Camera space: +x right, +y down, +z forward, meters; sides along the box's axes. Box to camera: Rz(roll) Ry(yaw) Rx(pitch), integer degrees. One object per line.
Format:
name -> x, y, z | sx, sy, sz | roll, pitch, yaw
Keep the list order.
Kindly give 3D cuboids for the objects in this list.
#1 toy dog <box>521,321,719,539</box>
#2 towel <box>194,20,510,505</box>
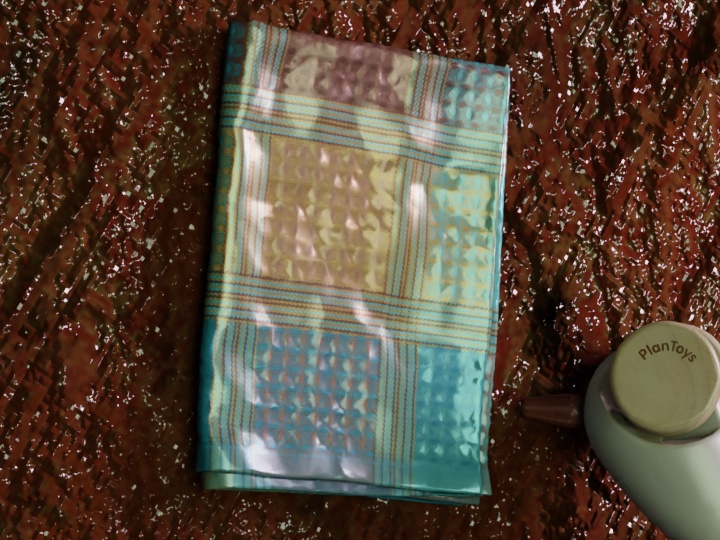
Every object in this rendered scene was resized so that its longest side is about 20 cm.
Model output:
toy dog -> 0.131, 0.114, 0.908 | 0.132, 0.096, 0.201 | 56, 24, -57
towel -> 0.000, 0.000, 0.883 | 0.146, 0.022, 0.201 | 6, 86, -29
